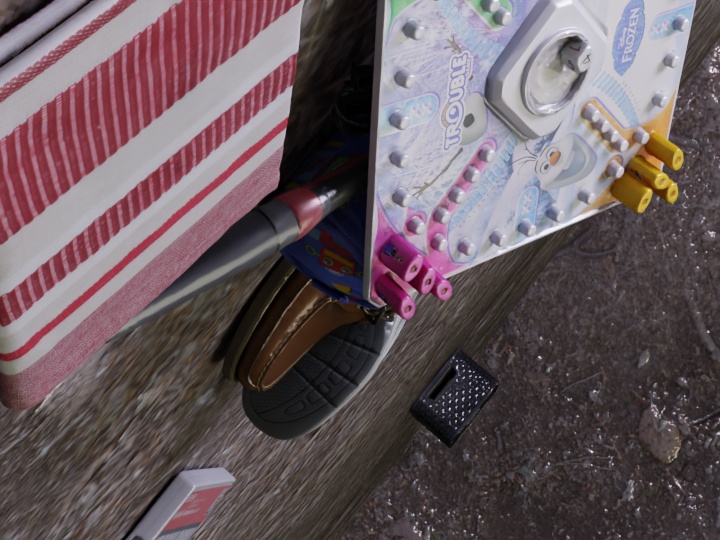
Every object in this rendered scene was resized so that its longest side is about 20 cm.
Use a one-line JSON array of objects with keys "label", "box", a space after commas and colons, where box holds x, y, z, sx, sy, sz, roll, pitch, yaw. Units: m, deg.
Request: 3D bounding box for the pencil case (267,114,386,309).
[{"label": "pencil case", "box": [0.038, -0.066, 0.698, 0.200, 0.078, 0.087, -46, 147, -23]}]

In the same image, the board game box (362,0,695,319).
[{"label": "board game box", "box": [0.091, -0.090, 0.620, 0.198, 0.026, 0.202, -22, 133, -30]}]

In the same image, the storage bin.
[{"label": "storage bin", "box": [0.166, 0.227, 2.365, 0.136, 0.093, 0.200, -50, 170, -6]}]

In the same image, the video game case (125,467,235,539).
[{"label": "video game case", "box": [-0.173, 0.229, 0.993, 0.201, 0.017, 0.143, -51, 171, -1]}]

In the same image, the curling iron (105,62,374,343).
[{"label": "curling iron", "box": [-0.040, -0.029, 0.597, 0.200, 0.050, 0.026, -41, 167, -25]}]

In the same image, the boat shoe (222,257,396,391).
[{"label": "boat shoe", "box": [0.000, 0.000, 0.799, 0.201, 0.068, 0.072, -51, 171, 0]}]

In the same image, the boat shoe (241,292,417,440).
[{"label": "boat shoe", "box": [-0.001, 0.021, 0.867, 0.203, 0.074, 0.065, -58, 167, -3]}]

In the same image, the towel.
[{"label": "towel", "box": [-0.074, -0.041, 0.446, 0.144, 0.023, 0.201, -45, 167, -25]}]
